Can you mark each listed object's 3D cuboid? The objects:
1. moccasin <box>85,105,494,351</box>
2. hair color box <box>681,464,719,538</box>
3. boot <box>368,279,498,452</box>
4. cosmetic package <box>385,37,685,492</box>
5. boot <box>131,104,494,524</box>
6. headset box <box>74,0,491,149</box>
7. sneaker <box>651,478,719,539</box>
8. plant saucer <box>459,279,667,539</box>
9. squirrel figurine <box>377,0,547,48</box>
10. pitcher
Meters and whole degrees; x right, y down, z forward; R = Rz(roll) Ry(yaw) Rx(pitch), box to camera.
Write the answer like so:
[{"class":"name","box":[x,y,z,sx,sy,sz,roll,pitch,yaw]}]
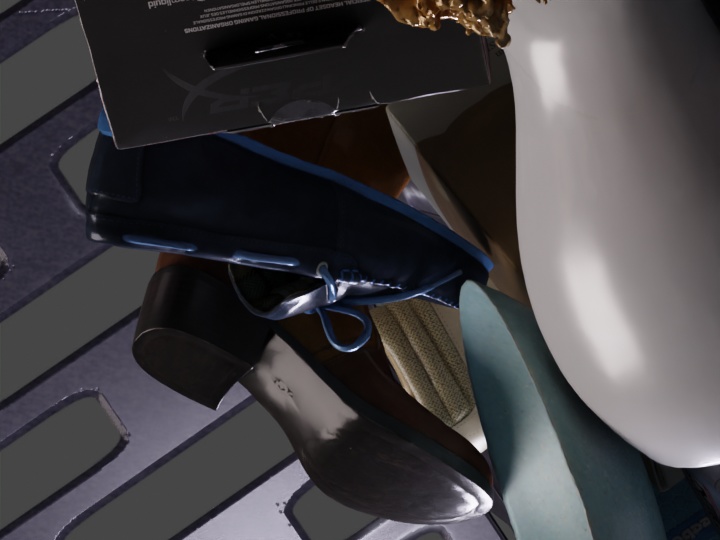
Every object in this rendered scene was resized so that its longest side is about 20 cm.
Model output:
[{"class":"moccasin","box":[-0.035,-0.013,1.097,0.200,0.068,0.080,21,178,-32]},{"class":"hair color box","box":[0.207,0.097,0.973,0.061,0.099,0.200,58,174,-31]},{"class":"boot","box":[0.108,0.063,1.334,0.200,0.155,0.073,57,174,-17]},{"class":"cosmetic package","box":[0.109,-0.016,1.141,0.200,0.105,0.071,51,173,29]},{"class":"boot","box":[0.000,0.000,1.208,0.188,0.200,0.068,28,141,-10]},{"class":"headset box","box":[-0.029,-0.129,1.036,0.200,0.148,0.075,-90,-11,-55]},{"class":"sneaker","box":[0.158,0.149,1.181,0.200,0.079,0.131,64,179,38]},{"class":"plant saucer","box":[0.091,0.094,1.078,0.201,0.039,0.201,163,90,-83]},{"class":"squirrel figurine","box":[-0.004,-0.162,0.806,0.200,0.186,0.142,51,173,37]},{"class":"pitcher","box":[0.109,-0.040,1.001,0.172,0.121,0.200,-100,-12,-75]}]
